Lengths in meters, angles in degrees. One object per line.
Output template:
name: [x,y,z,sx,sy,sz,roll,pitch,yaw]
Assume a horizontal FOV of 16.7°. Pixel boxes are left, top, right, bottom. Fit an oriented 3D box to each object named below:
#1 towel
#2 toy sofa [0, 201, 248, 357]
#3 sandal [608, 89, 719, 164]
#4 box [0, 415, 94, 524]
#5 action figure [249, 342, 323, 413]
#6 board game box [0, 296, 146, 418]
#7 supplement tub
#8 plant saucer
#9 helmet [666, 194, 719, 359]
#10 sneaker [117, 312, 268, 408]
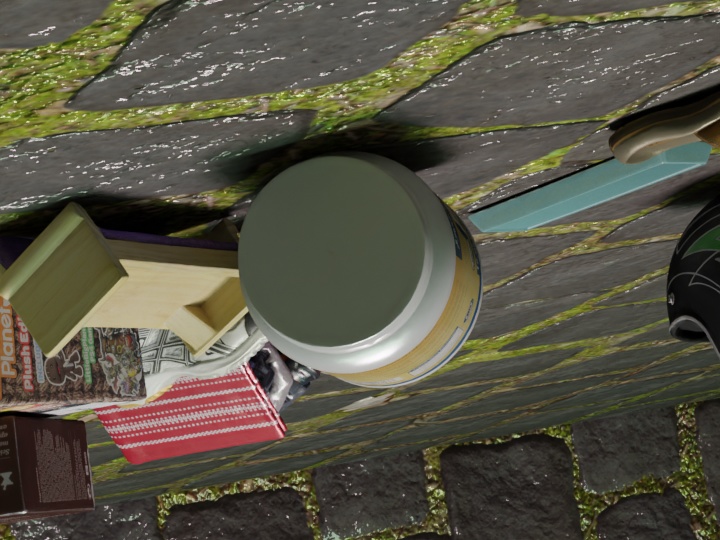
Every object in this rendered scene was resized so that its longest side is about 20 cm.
towel: [-0.155,0.075,1.905,0.144,0.023,0.200,-11,133,18]
toy sofa: [-0.158,-0.003,1.662,0.083,0.098,0.200,-43,159,20]
sandal: [0.262,-0.097,1.680,0.199,0.054,0.080,-19,169,35]
box: [-0.266,0.147,1.768,0.100,0.075,0.200,-8,176,6]
action figure: [-0.057,0.089,2.077,0.193,0.105,0.200,-30,-159,7]
board game box: [-0.277,0.058,1.722,0.159,0.097,0.200,-12,173,34]
supplement tub: [0.000,0.000,1.634,0.144,0.145,0.200,-14,171,9]
plant saucer: [0.177,-0.063,1.894,0.200,0.019,0.070,-22,167,42]
helmet: [0.356,0.011,2.046,0.199,0.191,0.201,-27,146,-20]
sneaker: [-0.140,0.036,1.792,0.200,0.076,0.088,-28,126,31]
